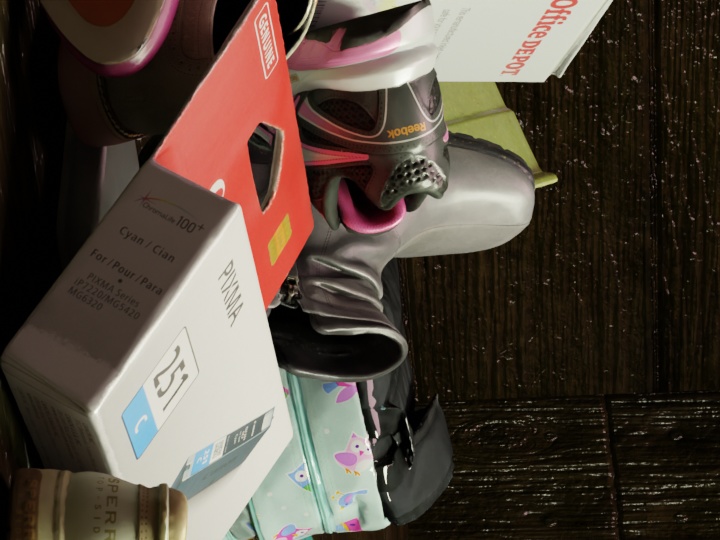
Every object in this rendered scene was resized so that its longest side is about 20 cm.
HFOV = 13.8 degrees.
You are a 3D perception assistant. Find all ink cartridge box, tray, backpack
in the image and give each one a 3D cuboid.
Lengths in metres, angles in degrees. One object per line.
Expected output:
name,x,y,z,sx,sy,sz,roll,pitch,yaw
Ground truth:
ink cartridge box,-0.054,0.015,1.106,0.176,0.045,0.200,-57,162,-20
tray,-0.099,0.013,1.203,0.200,0.022,0.107,84,6,-49
ink cartridge box,0.003,-0.142,1.324,0.145,0.200,0.085,126,-36,-73
backpack,-0.031,0.058,1.438,0.200,0.127,0.167,-91,163,-68

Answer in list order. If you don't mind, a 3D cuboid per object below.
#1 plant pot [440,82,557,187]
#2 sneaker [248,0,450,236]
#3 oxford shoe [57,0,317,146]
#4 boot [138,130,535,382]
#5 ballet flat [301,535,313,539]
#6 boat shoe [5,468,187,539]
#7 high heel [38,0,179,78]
plant pot,-0.010,-0.115,1.673,0.200,0.200,0.190,-46,121,-85
sneaker,-0.011,-0.055,1.239,0.200,0.080,0.086,179,-104,-81
oxford shoe,-0.041,-0.109,1.159,0.200,0.074,0.071,-58,137,-46
boot,0.000,0.000,1.334,0.132,0.200,0.070,-114,-150,-46
ballet flat,-0.021,0.203,1.510,0.200,0.073,0.073,58,4,0
boat shoe,-0.082,0.128,1.054,0.200,0.063,0.073,81,6,-66
high heel,-0.085,-0.132,1.123,0.096,0.067,0.200,68,15,-52
